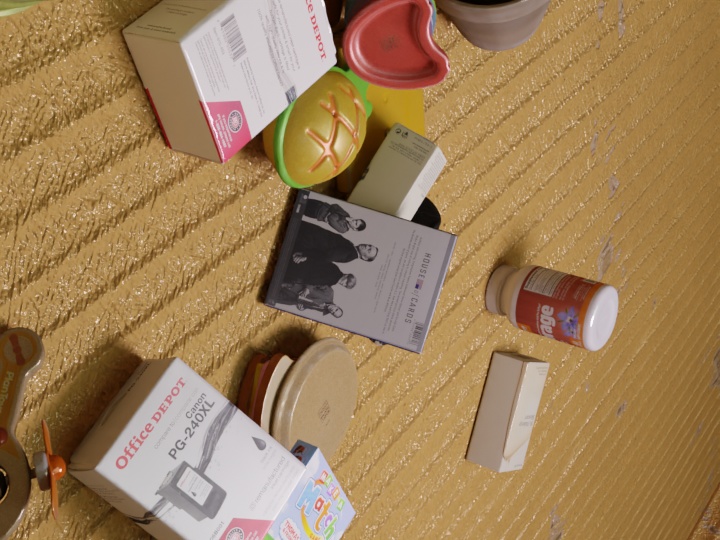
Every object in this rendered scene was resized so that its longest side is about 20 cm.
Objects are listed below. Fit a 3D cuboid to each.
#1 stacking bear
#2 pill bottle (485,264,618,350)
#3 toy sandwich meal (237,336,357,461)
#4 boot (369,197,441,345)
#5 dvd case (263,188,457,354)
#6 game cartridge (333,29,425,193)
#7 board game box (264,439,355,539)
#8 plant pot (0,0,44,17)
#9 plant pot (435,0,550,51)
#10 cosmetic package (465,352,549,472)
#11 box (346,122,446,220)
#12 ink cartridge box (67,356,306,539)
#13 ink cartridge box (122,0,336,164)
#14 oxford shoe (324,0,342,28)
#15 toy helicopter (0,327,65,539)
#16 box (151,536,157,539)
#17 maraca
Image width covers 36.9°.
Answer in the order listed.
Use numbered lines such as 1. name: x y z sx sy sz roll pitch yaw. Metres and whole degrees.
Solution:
1. stacking bear: 0.040 -0.311 1.258 0.200 0.114 0.121 -84 158 -48
2. pill bottle: 0.313 0.055 1.784 0.112 0.200 0.112 -28 126 -48
3. toy sandwich meal: -0.078 0.171 1.375 0.205 0.070 0.205 -35 133 -50
4. boot: 0.051 -0.007 1.465 0.200 0.073 0.151 -97 -151 -51
5. dvd case: 0.000 0.000 1.301 0.025 0.200 0.150 44 64 -87
6. game cartridge: 0.020 -0.222 1.380 0.176 0.032 0.200 -36 130 -44
7. board game box: -0.090 0.320 1.256 0.200 0.037 0.151 -55 142 -29
8. plant pot: -0.232 -0.285 0.824 0.200 0.184 0.201 -28 126 -48
9. plant pot: 0.178 -0.385 1.422 0.200 0.200 0.174 -65 163 -13
10. cosmetic package: 0.262 0.249 1.912 0.104 0.073 0.200 7 97 -57
11. box: 0.026 -0.079 1.360 0.200 0.068 0.082 -57 164 -2
12. ink cartridge box: -0.180 0.206 1.132 0.200 0.083 0.145 44 62 -20
13. ink cartridge box: -0.126 -0.229 1.102 0.200 0.084 0.145 -48 140 -32
14. oxford shoe: -0.026 -0.365 1.207 0.071 0.071 0.200 -24 125 -52
15. toy helicopter: -0.316 0.147 0.960 0.079 0.132 0.200 103 -2 -68
16. box: -0.147 0.324 1.300 0.200 0.101 0.113 -9 111 -55
17. maraca: -0.040 -0.173 1.238 0.200 0.107 0.137 -43 144 -46
